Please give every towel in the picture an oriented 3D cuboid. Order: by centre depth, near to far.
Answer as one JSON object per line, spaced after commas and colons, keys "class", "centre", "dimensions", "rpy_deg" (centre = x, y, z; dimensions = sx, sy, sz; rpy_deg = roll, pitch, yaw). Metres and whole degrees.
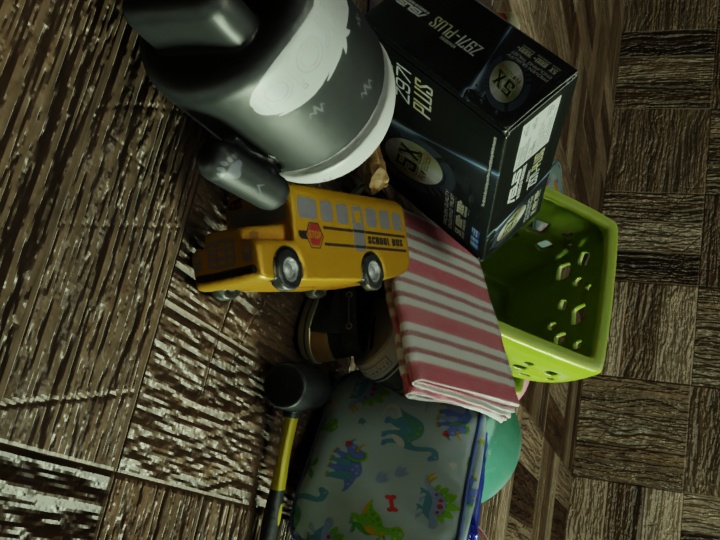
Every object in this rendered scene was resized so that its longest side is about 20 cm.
{"class": "towel", "centre": [0.071, 0.034, 0.761], "dimensions": [0.146, 0.030, 0.200], "rpy_deg": [21, 46, -41]}

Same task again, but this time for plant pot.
{"class": "plant pot", "centre": [0.159, 0.023, 0.967], "dimensions": [0.181, 0.200, 0.199], "rpy_deg": [133, -24, -59]}

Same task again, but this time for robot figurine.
{"class": "robot figurine", "centre": [-0.058, -0.134, 0.525], "dimensions": [0.150, 0.125, 0.200], "rpy_deg": [-44, 150, 7]}

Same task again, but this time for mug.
{"class": "mug", "centre": [0.083, 0.179, 0.896], "dimensions": [0.114, 0.152, 0.185], "rpy_deg": [56, 45, -46]}

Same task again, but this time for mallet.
{"class": "mallet", "centre": [-0.064, 0.173, 0.696], "dimensions": [0.066, 0.041, 0.201], "rpy_deg": [4, 95, -70]}

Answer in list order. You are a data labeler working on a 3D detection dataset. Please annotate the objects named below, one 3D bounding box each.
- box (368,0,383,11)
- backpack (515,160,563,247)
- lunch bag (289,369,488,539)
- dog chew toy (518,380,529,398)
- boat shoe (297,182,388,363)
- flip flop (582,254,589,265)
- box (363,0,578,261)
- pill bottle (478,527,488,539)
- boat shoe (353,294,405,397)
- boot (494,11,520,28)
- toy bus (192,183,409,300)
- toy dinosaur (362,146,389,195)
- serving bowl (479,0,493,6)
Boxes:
{"class": "box", "centre": [0.032, -0.252, 0.840], "dimensions": [0.041, 0.039, 0.201], "rpy_deg": [20, 75, -70]}
{"class": "backpack", "centre": [0.192, -0.096, 1.127], "dimensions": [0.176, 0.153, 0.201], "rpy_deg": [-41, 123, -54]}
{"class": "lunch bag", "centre": [0.033, 0.190, 0.753], "dimensions": [0.200, 0.160, 0.083], "rpy_deg": [-71, 160, -44]}
{"class": "dog chew toy", "centre": [0.183, 0.122, 1.190], "dimensions": [0.200, 0.124, 0.125], "rpy_deg": [-48, 138, -69]}
{"class": "boat shoe", "centre": [0.000, 0.000, 0.780], "dimensions": [0.075, 0.062, 0.200], "rpy_deg": [66, 34, -47]}
{"class": "flip flop", "centre": [0.700, -0.005, 2.519], "dimensions": [0.081, 0.057, 0.200], "rpy_deg": [74, 30, -41]}
{"class": "box", "centre": [0.085, -0.129, 0.734], "dimensions": [0.086, 0.164, 0.200], "rpy_deg": [-40, 158, -18]}
{"class": "pill bottle", "centre": [0.081, 0.368, 0.977], "dimensions": [0.200, 0.114, 0.114], "rpy_deg": [-8, 102, -68]}
{"class": "boat shoe", "centre": [0.038, 0.049, 0.823], "dimensions": [0.071, 0.072, 0.200], "rpy_deg": [47, 32, -22]}
{"class": "boot", "centre": [0.105, -0.237, 0.886], "dimensions": [0.200, 0.107, 0.075], "rpy_deg": [-125, -140, -83]}
{"class": "toy bus", "centre": [-0.038, -0.020, 0.637], "dimensions": [0.200, 0.065, 0.079], "rpy_deg": [2, 81, -57]}
{"class": "toy dinosaur", "centre": [-0.026, -0.157, 0.664], "dimensions": [0.200, 0.060, 0.106], "rpy_deg": [54, 4, -20]}
{"class": "serving bowl", "centre": [0.145, -0.433, 1.026], "dimensions": [0.200, 0.066, 0.201], "rpy_deg": [8, 90, -84]}
